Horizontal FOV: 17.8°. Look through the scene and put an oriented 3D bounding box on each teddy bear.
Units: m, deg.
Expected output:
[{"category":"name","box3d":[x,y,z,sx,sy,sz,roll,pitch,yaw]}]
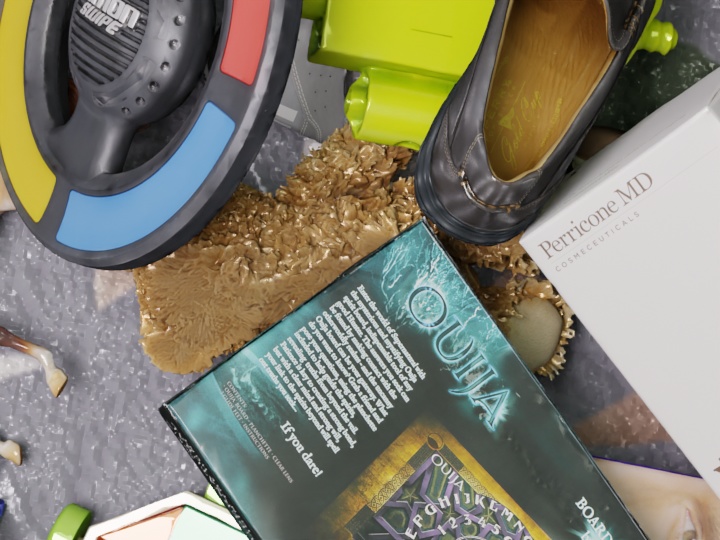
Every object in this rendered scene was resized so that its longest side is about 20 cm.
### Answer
[{"category":"teddy bear","box3d":[0.000,0.000,1.018,0.198,0.067,0.146,-16,111,4]}]

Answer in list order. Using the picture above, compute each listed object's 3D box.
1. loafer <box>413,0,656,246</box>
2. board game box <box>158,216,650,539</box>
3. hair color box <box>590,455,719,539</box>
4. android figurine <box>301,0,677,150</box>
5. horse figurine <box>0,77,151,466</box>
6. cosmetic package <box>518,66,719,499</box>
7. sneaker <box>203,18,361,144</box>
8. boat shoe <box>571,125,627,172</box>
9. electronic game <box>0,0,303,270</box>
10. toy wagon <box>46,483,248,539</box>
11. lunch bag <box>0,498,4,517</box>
[{"category":"loafer","box3d":[0.087,-0.106,0.931,0.072,0.072,0.201,22,79,-8]},{"category":"board game box","box3d":[0.029,0.098,0.937,0.135,0.028,0.201,-35,89,-14]},{"category":"hair color box","box3d":[0.059,0.128,0.987,0.198,0.065,0.110,11,82,-11]},{"category":"android figurine","box3d":[0.047,-0.139,0.982,0.198,0.041,0.184,8,83,-14]},{"category":"horse figurine","box3d":[-0.170,-0.011,1.038,0.132,0.050,0.201,32,86,2]},{"category":"cosmetic package","box3d":[0.173,0.024,0.954,0.107,0.085,0.200,-37,96,30]},{"category":"sneaker","box3d":[0.022,-0.143,1.041,0.115,0.075,0.201,30,95,-1]},{"category":"boat shoe","box3d":[0.183,0.000,1.022,0.199,0.072,0.077,19,98,13]},{"category":"electronic game","box3d":[-0.093,-0.100,0.954,0.199,0.041,0.202,-14,71,45]},{"category":"toy wagon","box3d":[-0.073,0.159,1.021,0.154,0.040,0.201,24,85,4]},{"category":"lunch bag","box3d":[-0.263,0.176,1.010,0.149,0.094,0.202,19,94,1]}]
